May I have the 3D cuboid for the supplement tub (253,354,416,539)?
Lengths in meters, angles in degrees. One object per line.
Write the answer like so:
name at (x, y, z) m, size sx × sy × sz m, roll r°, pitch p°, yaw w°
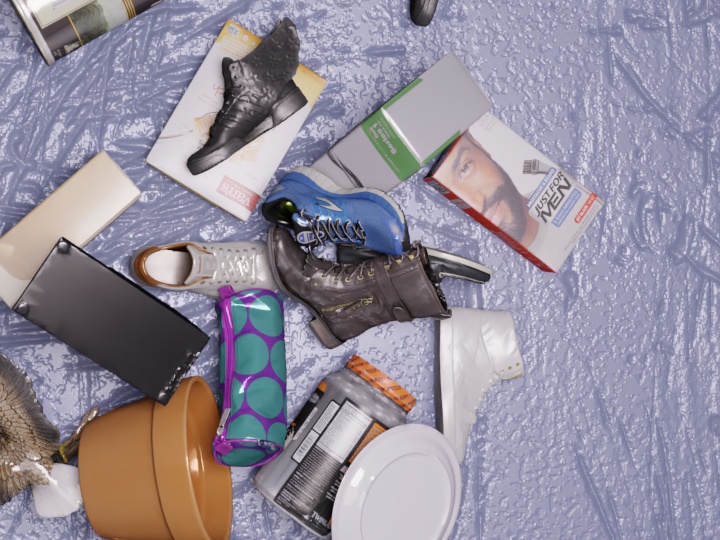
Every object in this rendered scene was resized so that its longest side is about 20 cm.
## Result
supplement tub at (-0.027, 0.209, 1.689) m, size 0.122 × 0.123 × 0.201 m, roll 37°, pitch 84°, yaw -9°

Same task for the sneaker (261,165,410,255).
sneaker at (-0.029, -0.051, 1.597) m, size 0.089 × 0.199 × 0.079 m, roll -43°, pitch 137°, yaw -35°

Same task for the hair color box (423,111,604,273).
hair color box at (0.191, -0.099, 1.755) m, size 0.199 × 0.064 × 0.111 m, roll 36°, pitch 85°, yaw -8°

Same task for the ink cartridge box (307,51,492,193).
ink cartridge box at (0.037, -0.149, 1.638) m, size 0.085 × 0.200 × 0.146 m, roll 52°, pitch 53°, yaw -5°

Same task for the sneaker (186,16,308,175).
sneaker at (-0.141, -0.205, 1.656) m, size 0.199 × 0.060 × 0.105 m, roll -35°, pitch 98°, yaw -13°

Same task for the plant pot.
plant pot at (-0.239, 0.231, 1.625) m, size 0.139 × 0.200 × 0.202 m, roll -9°, pitch 93°, yaw 6°

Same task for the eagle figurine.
eagle figurine at (-0.409, 0.194, 1.607) m, size 0.150 × 0.200 × 0.153 m, roll -15°, pitch 54°, yaw 27°

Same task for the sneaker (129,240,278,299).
sneaker at (-0.173, 0.001, 1.678) m, size 0.198 × 0.085 × 0.074 m, roll -2°, pitch 90°, yaw -15°

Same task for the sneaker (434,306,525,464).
sneaker at (0.150, 0.145, 1.746) m, size 0.114 × 0.074 × 0.202 m, roll 1°, pitch 89°, yaw -7°

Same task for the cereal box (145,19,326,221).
cereal box at (-0.150, -0.180, 1.702) m, size 0.143 × 0.040 × 0.201 m, roll 30°, pitch 85°, yaw -9°

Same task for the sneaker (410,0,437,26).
sneaker at (0.046, -0.403, 1.721) m, size 0.103 × 0.060 × 0.202 m, roll 7°, pitch 84°, yaw -12°

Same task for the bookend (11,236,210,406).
bookend at (-0.293, 0.043, 1.578) m, size 0.199 × 0.199 × 0.092 m, roll 36°, pitch 85°, yaw -22°

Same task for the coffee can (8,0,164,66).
coffee can at (-0.309, -0.348, 1.617) m, size 0.199 × 0.146 × 0.147 m, roll -30°, pitch 96°, yaw -8°

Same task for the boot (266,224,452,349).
boot at (0.000, 0.000, 1.669) m, size 0.173 × 0.070 × 0.201 m, roll -21°, pitch 122°, yaw 23°

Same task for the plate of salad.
plate of salad at (0.040, 0.276, 1.662) m, size 0.199 × 0.048 × 0.202 m, roll -10°, pitch 106°, yaw -37°

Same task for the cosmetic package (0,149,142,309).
cosmetic package at (-0.351, -0.048, 1.636) m, size 0.200 × 0.105 × 0.071 m, roll -42°, pitch 97°, yaw -9°

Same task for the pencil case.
pencil case at (-0.132, 0.124, 1.656) m, size 0.092 × 0.085 × 0.202 m, roll 23°, pitch 56°, yaw -44°

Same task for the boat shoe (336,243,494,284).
boat shoe at (0.063, 0.000, 1.728) m, size 0.198 × 0.074 × 0.067 m, roll 14°, pitch 91°, yaw -10°
